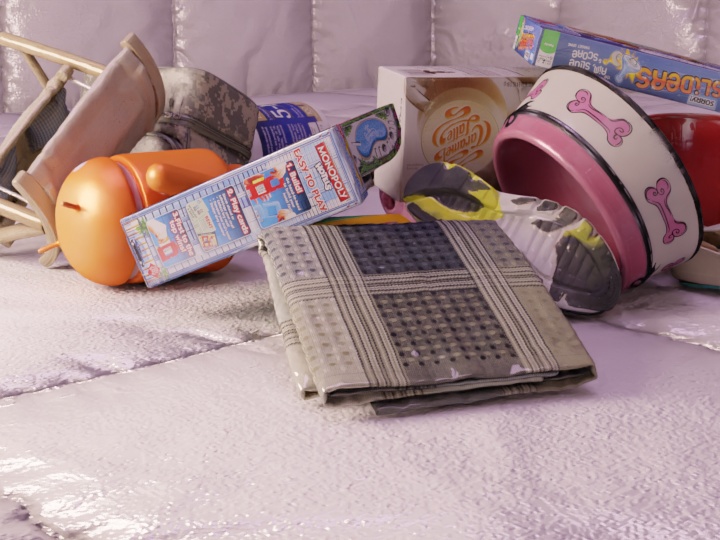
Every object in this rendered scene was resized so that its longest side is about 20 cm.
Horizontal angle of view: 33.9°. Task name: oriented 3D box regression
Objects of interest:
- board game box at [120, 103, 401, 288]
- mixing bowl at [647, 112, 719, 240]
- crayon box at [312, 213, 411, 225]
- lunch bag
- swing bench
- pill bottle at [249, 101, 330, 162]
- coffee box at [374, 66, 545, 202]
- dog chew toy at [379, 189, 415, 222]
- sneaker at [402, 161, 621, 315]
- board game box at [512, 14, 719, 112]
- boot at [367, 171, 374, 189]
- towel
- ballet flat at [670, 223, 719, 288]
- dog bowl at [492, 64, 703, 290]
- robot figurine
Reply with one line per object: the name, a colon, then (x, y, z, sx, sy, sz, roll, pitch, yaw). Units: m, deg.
board game box: (-0.052, -0.068, 0.937, 0.198, 0.062, 0.199, -17, 9, 40)
mixing bowl: (0.340, -0.068, 1.097, 0.197, 0.110, 0.200, 11, -2, 0)
crayon box: (0.000, 0.000, 0.968, 0.117, 0.059, 0.200, -3, 13, -12)
lunch bag: (-0.224, -0.127, 1.312, 0.198, 0.170, 0.139, 6, -9, 31)
swing bench: (-0.309, -0.120, 1.159, 0.198, 0.130, 0.200, 8, 53, 32)
pill bottle: (-0.140, -0.150, 1.507, 0.119, 0.122, 0.199, 11, 17, 43)
coffee box: (0.118, -0.130, 1.109, 0.197, 0.116, 0.080, -2, 16, -18)
dog chew toy: (0.100, -0.102, 1.299, 0.199, 0.126, 0.124, -21, 23, -40)
sneaker: (0.130, -0.024, 0.980, 0.199, 0.075, 0.085, 33, -8, 22)
board game box: (0.243, -0.186, 1.065, 0.197, 0.035, 0.136, 14, 16, -3)
boot: (-0.049, -0.104, 1.280, 0.153, 0.073, 0.200, -25, 14, 12)
towel: (0.037, 0.027, 0.801, 0.190, 0.035, 0.201, -3, 33, -16)
ballet flat: (0.347, -0.007, 0.976, 0.198, 0.071, 0.069, 11, 17, 40)
dog bowl: (0.190, -0.068, 0.994, 0.073, 0.201, 0.200, -37, 23, -12)
robot figurine: (-0.186, -0.050, 1.061, 0.198, 0.118, 0.143, -10, 20, -36)
